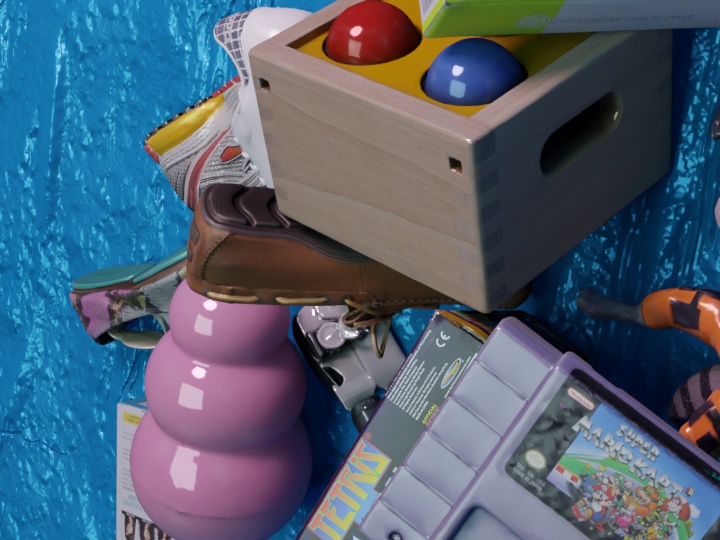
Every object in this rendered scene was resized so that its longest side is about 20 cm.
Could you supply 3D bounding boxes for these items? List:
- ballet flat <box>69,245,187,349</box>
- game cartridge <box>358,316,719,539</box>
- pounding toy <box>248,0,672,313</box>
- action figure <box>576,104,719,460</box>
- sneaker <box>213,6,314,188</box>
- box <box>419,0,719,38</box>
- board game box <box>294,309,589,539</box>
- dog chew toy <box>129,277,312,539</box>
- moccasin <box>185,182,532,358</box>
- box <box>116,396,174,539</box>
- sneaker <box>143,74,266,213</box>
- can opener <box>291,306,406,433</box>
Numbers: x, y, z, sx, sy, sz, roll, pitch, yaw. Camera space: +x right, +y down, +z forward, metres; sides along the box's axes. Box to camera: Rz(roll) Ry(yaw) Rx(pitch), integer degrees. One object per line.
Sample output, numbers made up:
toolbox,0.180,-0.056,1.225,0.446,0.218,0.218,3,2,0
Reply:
ballet flat,-0.147,0.021,1.053,0.199,0.069,0.072,-15,103,49
game cartridge,0.110,0.127,0.631,0.200,0.038,0.130,37,114,12
pounding toy,0.058,-0.115,0.752,0.184,0.200,0.143,27,139,38
action figure,0.203,0.010,0.699,0.193,0.104,0.201,-27,49,37
sneaker,-0.032,-0.069,0.869,0.080,0.077,0.201,4,126,20
box,0.122,-0.178,0.676,0.048,0.198,0.123,138,127,-73
board game box,0.034,0.117,0.764,0.057,0.165,0.201,34,100,17
dog chew toy,-0.090,0.084,0.941,0.124,0.124,0.201,29,125,39
moccasin,0.000,0.001,0.817,0.074,0.200,0.078,-107,24,-50
box,-0.142,0.201,1.073,0.082,0.049,0.202,11,103,44
sneaker,-0.058,-0.093,0.947,0.199,0.078,0.083,-25,95,45
can opener,0.021,0.096,0.906,0.201,0.052,0.067,58,165,24
